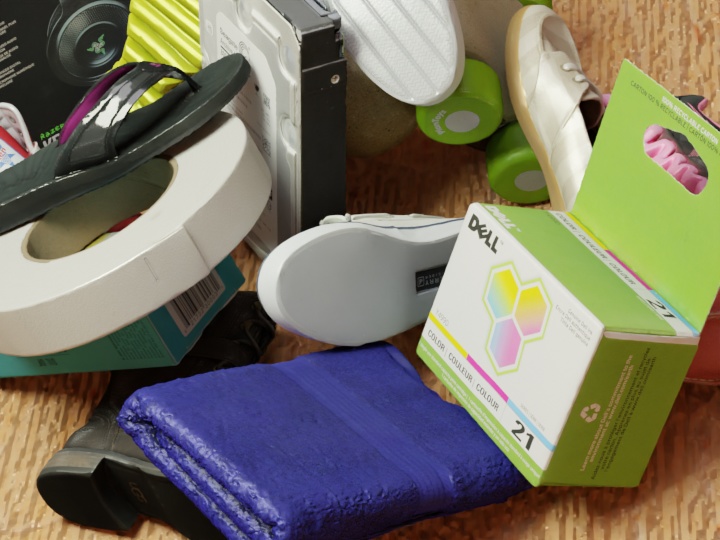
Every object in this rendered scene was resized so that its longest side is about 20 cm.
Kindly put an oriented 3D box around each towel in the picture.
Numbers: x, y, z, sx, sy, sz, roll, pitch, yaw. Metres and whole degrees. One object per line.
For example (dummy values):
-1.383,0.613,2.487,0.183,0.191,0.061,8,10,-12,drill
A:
-0.018,0.101,1.280,0.200,0.050,0.148,-8,34,-44,towel

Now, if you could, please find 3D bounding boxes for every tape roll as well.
-0.147,-0.024,1.379,0.202,0.037,0.203,-23,26,12,tape roll

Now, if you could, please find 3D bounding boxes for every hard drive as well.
-0.056,-0.097,1.453,0.038,0.201,0.140,-18,41,-24,hard drive

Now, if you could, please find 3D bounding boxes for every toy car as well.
0.022,-0.115,1.524,0.200,0.158,0.165,-24,50,28,toy car

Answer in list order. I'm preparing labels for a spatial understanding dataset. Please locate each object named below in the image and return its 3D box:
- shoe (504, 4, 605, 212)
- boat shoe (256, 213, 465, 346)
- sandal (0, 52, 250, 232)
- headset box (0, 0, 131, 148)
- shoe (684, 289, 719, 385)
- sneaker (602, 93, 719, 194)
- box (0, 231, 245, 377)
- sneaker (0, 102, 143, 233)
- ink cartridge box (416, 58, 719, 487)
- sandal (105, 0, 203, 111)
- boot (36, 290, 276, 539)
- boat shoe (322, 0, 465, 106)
0.138,-0.074,1.422,0.053,0.070,0.201,-22,71,30,shoe
0.001,-0.005,1.396,0.202,0.075,0.086,-13,17,-42,boat shoe
-0.160,-0.084,1.403,0.200,0.048,0.075,-28,24,7,sandal
-0.212,-0.199,1.610,0.174,0.200,0.093,-31,44,-17,headset box
0.238,0.045,1.309,0.199,0.072,0.091,-7,37,4,shoe
0.220,-0.048,1.423,0.095,0.079,0.200,-10,43,-22,sneaker
-0.171,0.019,1.426,0.200,0.049,0.082,-6,35,41,box
-0.196,-0.043,1.504,0.199,0.113,0.071,11,49,26,sneaker
0.124,-0.002,1.291,0.076,0.201,0.148,4,27,-32,ink cartridge box
-0.115,-0.154,1.567,0.080,0.200,0.087,50,44,9,sandal
-0.086,0.076,1.379,0.199,0.069,0.174,7,47,25,boot
0.006,-0.185,1.416,0.072,0.071,0.200,-34,76,11,boat shoe
